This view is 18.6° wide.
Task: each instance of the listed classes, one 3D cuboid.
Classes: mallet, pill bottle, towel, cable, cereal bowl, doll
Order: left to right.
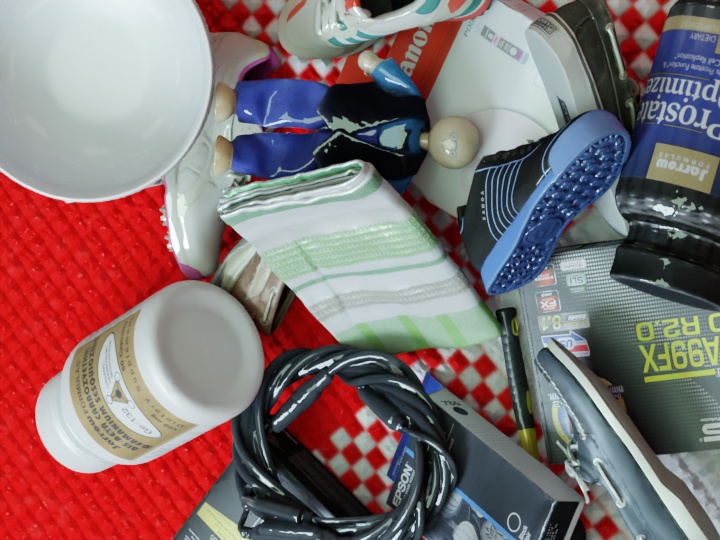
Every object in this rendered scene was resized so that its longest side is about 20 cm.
[{"bbox_3d":[-0.205,-0.153,1.672,0.198,0.083,0.202,0,95,3],"label":"cereal bowl"},{"bbox_3d":[-0.215,-0.161,1.770,0.111,0.112,0.202,-8,94,26],"label":"pill bottle"},{"bbox_3d":[-0.176,0.093,1.770,0.199,0.114,0.115,-30,85,47],"label":"pill bottle"},{"bbox_3d":[-0.010,0.139,1.706,0.198,0.051,0.165,-1,73,31],"label":"cable"},{"bbox_3d":[-0.009,-0.097,1.652,0.198,0.048,0.138,2,91,7],"label":"doll"},{"bbox_3d":[0.000,0.000,1.661,0.148,0.031,0.200,-9,135,37],"label":"towel"},{"bbox_3d":[0.123,0.130,1.683,0.041,0.066,0.202,-13,92,35],"label":"mallet"},{"bbox_3d":[0.242,-0.079,1.538,0.111,0.112,0.202,15,85,22],"label":"pill bottle"}]

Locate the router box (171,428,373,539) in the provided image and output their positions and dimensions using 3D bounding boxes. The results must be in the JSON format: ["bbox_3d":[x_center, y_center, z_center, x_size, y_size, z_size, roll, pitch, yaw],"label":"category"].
[{"bbox_3d":[-0.051,0.250,1.791,0.200,0.052,0.158,44,114,13],"label":"router box"}]

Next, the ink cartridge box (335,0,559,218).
[{"bbox_3d":[0.073,-0.136,1.675,0.199,0.057,0.164,30,110,13],"label":"ink cartridge box"}]

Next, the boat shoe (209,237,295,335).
[{"bbox_3d":[-0.045,-0.032,1.738,0.072,0.076,0.201,39,120,9],"label":"boat shoe"}]

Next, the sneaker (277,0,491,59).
[{"bbox_3d":[0.000,-0.207,1.656,0.198,0.093,0.071,-9,85,37],"label":"sneaker"}]

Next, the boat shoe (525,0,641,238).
[{"bbox_3d":[0.180,-0.109,1.586,0.063,0.201,0.071,-32,40,-9],"label":"boat shoe"}]

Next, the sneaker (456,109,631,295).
[{"bbox_3d":[0.121,-0.064,1.568,0.078,0.070,0.200,63,145,23],"label":"sneaker"}]

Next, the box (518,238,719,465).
[{"bbox_3d":[0.224,0.054,1.635,0.198,0.044,0.162,-7,95,26],"label":"box"}]

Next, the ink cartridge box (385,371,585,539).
[{"bbox_3d":[0.081,0.166,1.679,0.200,0.039,0.100,37,115,44],"label":"ink cartridge box"}]

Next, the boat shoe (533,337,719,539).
[{"bbox_3d":[0.184,0.141,1.606,0.062,0.075,0.201,-38,91,13],"label":"boat shoe"}]

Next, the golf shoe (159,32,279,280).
[{"bbox_3d":[-0.110,-0.093,1.746,0.091,0.075,0.202,2,90,15],"label":"golf shoe"}]
